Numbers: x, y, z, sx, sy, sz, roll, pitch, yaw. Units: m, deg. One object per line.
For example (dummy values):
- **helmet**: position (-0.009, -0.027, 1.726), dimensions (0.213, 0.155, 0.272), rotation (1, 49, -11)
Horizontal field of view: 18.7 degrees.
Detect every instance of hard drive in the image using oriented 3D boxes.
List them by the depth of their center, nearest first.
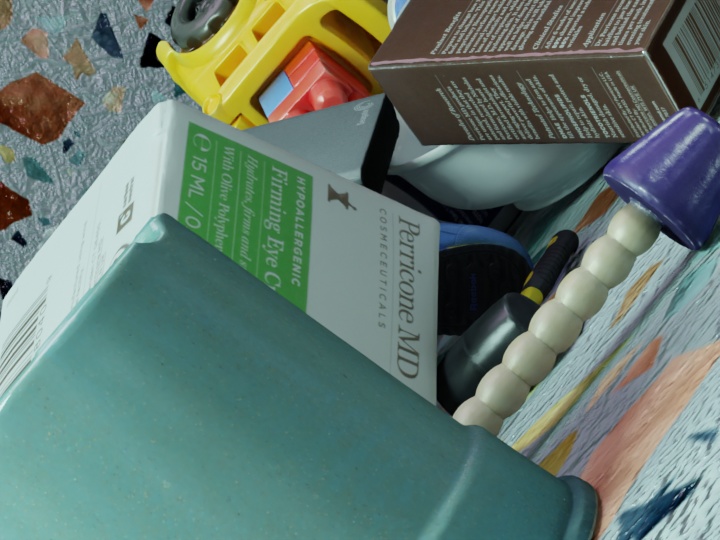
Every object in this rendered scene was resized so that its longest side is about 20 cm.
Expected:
- **hard drive**: position (-0.079, -0.050, 1.355), dimensions (0.199, 0.033, 0.140), rotation (-13, 23, 14)

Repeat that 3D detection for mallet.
- **mallet**: position (0.093, 0.012, 1.138), dimensions (0.066, 0.041, 0.200), rotation (-48, 1, 33)

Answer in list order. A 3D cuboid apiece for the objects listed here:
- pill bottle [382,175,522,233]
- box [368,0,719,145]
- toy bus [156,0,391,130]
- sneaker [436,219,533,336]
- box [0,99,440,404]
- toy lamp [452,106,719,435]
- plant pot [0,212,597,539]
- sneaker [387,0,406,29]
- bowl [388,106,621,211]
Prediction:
- **pill bottle**: position (0.046, -0.051, 1.515), dimensions (0.200, 0.120, 0.120), rotation (-51, 5, -19)
- **box**: position (0.113, -0.128, 1.228), dimensions (0.199, 0.075, 0.100), rotation (4, 52, 42)
- **toy bus**: position (-0.024, -0.157, 1.490), dimensions (0.200, 0.136, 0.192), rotation (-48, 30, 9)
- **sneaker**: position (0.000, 0.000, 1.249), dimensions (0.078, 0.199, 0.066), rotation (-109, 23, -76)
- **box**: position (-0.080, 0.069, 1.103), dimensions (0.200, 0.171, 0.200), rotation (-45, 31, 41)
- **toy lamp**: position (0.096, 0.015, 0.964), dimensions (0.200, 0.058, 0.058), rotation (-53, 5, -1)
- **plant pot**: position (-0.049, 0.096, 0.822), dimensions (0.200, 0.196, 0.200), rotation (-50, 4, 5)
- **sneaker**: position (0.106, -0.214, 1.388), dimensions (0.199, 0.077, 0.111), rotation (-35, 6, -8)
- **bowl**: position (0.110, -0.103, 1.393), dimensions (0.201, 0.090, 0.201), rotation (-38, 16, 13)
